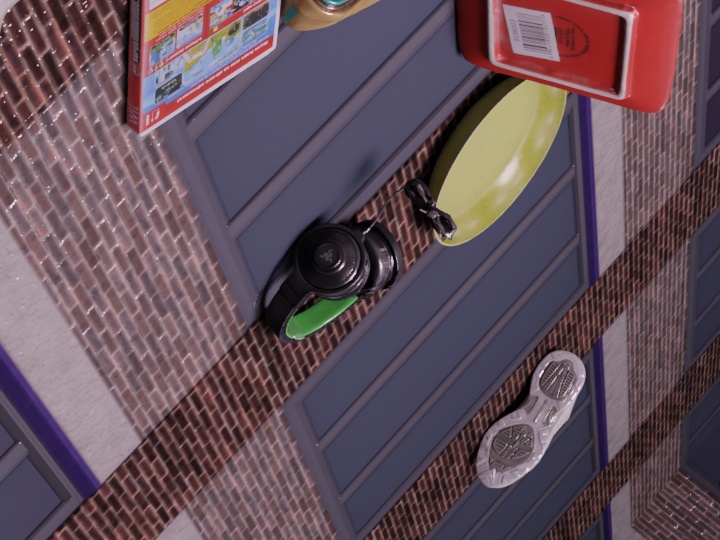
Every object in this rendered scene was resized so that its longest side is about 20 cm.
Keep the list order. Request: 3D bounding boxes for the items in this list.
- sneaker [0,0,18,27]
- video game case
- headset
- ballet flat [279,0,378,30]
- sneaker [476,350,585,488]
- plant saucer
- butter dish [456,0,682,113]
[{"bbox_3d":[-0.246,-0.153,1.133,0.087,0.076,0.201,12,112,-47],"label":"sneaker"},{"bbox_3d":[-0.105,-0.200,1.380,0.143,0.017,0.201,-38,153,-33],"label":"video game case"},{"bbox_3d":[0.000,0.000,1.777,0.200,0.094,0.123,-50,161,24],"label":"headset"},{"bbox_3d":[0.011,-0.239,1.513,0.199,0.069,0.063,-31,178,-37],"label":"ballet flat"},{"bbox_3d":[0.225,0.200,2.531,0.200,0.078,0.099,-51,161,-2],"label":"sneaker"},{"bbox_3d":[0.127,-0.116,1.935,0.200,0.031,0.201,-41,154,-25],"label":"plant saucer"},{"bbox_3d":[0.191,-0.255,1.704,0.201,0.198,0.149,81,28,-62],"label":"butter dish"}]
